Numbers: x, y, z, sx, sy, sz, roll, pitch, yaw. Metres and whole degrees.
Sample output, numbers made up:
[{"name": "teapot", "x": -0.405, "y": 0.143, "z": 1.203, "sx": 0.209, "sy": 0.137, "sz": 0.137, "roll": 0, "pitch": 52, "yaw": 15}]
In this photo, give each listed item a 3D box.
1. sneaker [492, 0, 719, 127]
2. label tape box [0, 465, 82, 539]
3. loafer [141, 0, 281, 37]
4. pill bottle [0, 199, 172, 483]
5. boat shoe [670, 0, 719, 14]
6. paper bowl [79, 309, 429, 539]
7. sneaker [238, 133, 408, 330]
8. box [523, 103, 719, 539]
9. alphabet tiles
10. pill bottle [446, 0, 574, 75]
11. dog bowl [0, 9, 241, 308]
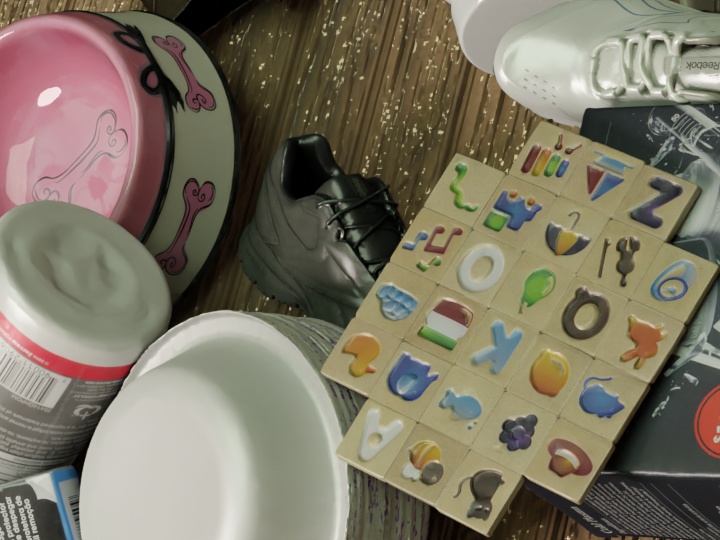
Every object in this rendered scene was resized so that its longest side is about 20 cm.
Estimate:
[{"name": "sneaker", "x": 0.163, "y": -0.107, "z": 1.521, "sx": 0.200, "sy": 0.087, "sz": 0.075, "roll": 1, "pitch": 92, "yaw": 14}, {"name": "label tape box", "x": -0.234, "y": 0.201, "z": 1.613, "sx": 0.200, "sy": 0.066, "sz": 0.144, "roll": -16, "pitch": 89, "yaw": 4}, {"name": "loafer", "x": -0.045, "y": -0.190, "z": 1.768, "sx": 0.200, "sy": 0.073, "sz": 0.071, "roll": -26, "pitch": 65, "yaw": 27}, {"name": "pill bottle", "x": -0.194, "y": 0.065, "z": 1.665, "sx": 0.200, "sy": 0.111, "sz": 0.111, "roll": -54, "pitch": 43, "yaw": 36}, {"name": "boat shoe", "x": 0.182, "y": -0.196, "z": 1.619, "sx": 0.072, "sy": 0.076, "sz": 0.200, "roll": 145, "pitch": 128, "yaw": -58}, {"name": "paper bowl", "x": -0.068, "y": 0.121, "z": 1.552, "sx": 0.200, "sy": 0.104, "sz": 0.201, "roll": -6, "pitch": 81, "yaw": 46}, {"name": "sneaker", "x": 0.000, "y": 0.000, "z": 1.606, "sx": 0.200, "sy": 0.076, "sz": 0.091, "roll": 42, "pitch": 135, "yaw": 38}, {"name": "box", "x": 0.190, "y": 0.027, "z": 1.466, "sx": 0.182, "sy": 0.104, "sz": 0.200, "roll": -1, "pitch": 66, "yaw": 35}, {"name": "alphabet tiles", "x": 0.076, "y": 0.025, "z": 1.459, "sx": 0.166, "sy": 0.006, "sz": 0.200, "roll": 25, "pitch": 77, "yaw": 35}, {"name": "pill bottle", "x": 0.081, "y": -0.212, "z": 1.656, "sx": 0.116, "sy": 0.116, "sz": 0.200, "roll": -25, "pitch": 55, "yaw": 21}, {"name": "dog bowl", "x": -0.169, "y": -0.061, "z": 1.744, "sx": 0.200, "sy": 0.074, "sz": 0.201, "roll": -9, "pitch": 75, "yaw": 35}]
